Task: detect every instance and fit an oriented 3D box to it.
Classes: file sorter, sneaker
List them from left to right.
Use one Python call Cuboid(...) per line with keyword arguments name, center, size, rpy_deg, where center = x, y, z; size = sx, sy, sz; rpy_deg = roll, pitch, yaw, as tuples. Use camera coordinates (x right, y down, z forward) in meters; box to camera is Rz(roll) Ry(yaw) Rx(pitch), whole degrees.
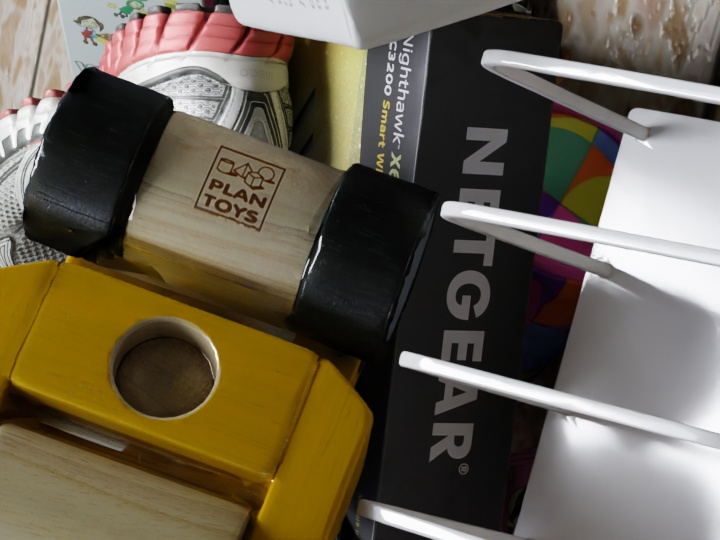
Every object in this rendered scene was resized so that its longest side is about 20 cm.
Cuboid(name="sneaker", center=(-0.087, -0.027, 1.022), size=(0.200, 0.078, 0.082), rpy_deg=(-34, 58, 59))
Cuboid(name="file sorter", center=(0.087, 0.046, 0.829), size=(0.139, 0.125, 0.200), rpy_deg=(13, 86, 37))

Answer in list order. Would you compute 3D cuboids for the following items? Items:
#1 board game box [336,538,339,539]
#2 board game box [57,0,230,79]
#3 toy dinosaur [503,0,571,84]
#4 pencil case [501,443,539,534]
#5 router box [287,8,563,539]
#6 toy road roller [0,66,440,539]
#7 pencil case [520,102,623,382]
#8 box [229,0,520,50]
Cuboid(name="board game box", center=(-0.051, 0.147, 1.012), size=(0.152, 0.045, 0.200), rpy_deg=(50, 147, 45))
Cuboid(name="board game box", center=(-0.064, -0.127, 1.134), size=(0.200, 0.064, 0.148), rpy_deg=(85, -160, -64))
Cuboid(name="toy dinosaur", center=(0.039, -0.117, 1.102), size=(0.200, 0.102, 0.136), rpy_deg=(24, 127, 44))
Cuboid(name="pencil case", center=(0.064, 0.102, 1.008), size=(0.200, 0.087, 0.083), rpy_deg=(-21, 51, 61))
Cuboid(name="router box", center=(0.000, 0.000, 0.995), size=(0.157, 0.052, 0.200), rpy_deg=(21, 107, 62))
Cuboid(name="toy road roller", center=(-0.059, 0.050, 0.876), size=(0.146, 0.123, 0.200), rpy_deg=(100, -170, -64))
Cuboid(name="pencil case", center=(0.033, 0.016, 1.071), size=(0.200, 0.088, 0.088), rpy_deg=(-48, 46, 48))
Cuboid(name="box", center=(0.039, -0.192, 0.867), size=(0.171, 0.199, 0.200), rpy_deg=(-154, 45, -75))
